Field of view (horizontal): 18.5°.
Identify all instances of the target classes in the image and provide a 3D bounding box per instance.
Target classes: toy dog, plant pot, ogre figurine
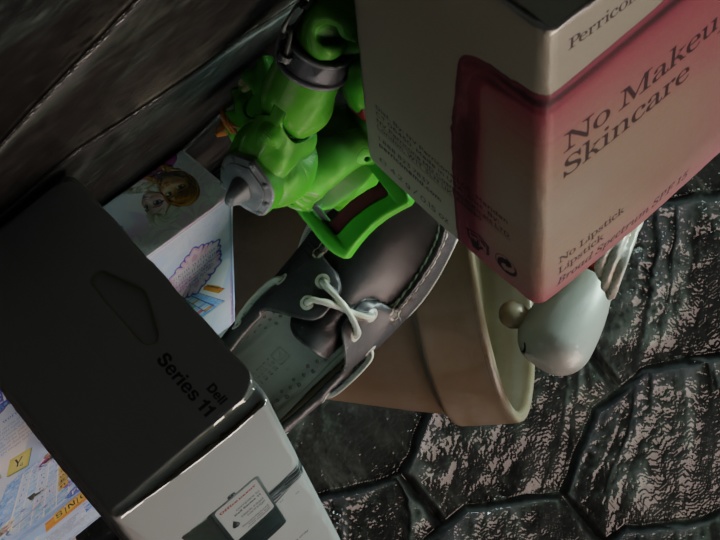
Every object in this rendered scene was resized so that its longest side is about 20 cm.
[{"bbox_3d":[0.116,-0.052,1.238,0.132,0.096,0.200,101,11,-55],"label":"toy dog"},{"bbox_3d":[0.000,0.000,1.291,0.173,0.200,0.200,-8,-176,12],"label":"plant pot"},{"bbox_3d":[-0.003,-0.077,1.013,0.120,0.098,0.200,-52,-174,14],"label":"ogre figurine"}]

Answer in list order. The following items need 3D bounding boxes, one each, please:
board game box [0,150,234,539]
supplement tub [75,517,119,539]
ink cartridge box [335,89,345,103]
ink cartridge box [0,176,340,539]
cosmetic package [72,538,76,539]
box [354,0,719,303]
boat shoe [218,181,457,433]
[{"bbox_3d":[-0.148,0.063,1.129,0.200,0.041,0.200,-38,154,-26],"label":"board game box"},{"bbox_3d":[-0.112,0.112,1.354,0.123,0.122,0.200,-42,-143,40],"label":"supplement tub"},{"bbox_3d":[0.079,-0.106,1.178,0.200,0.047,0.198,10,-143,46],"label":"ink cartridge box"},{"bbox_3d":[-0.096,0.069,0.992,0.083,0.147,0.200,-39,154,-10],"label":"ink cartridge box"},{"bbox_3d":[-0.213,0.144,1.425,0.113,0.081,0.200,3,-165,21],"label":"cosmetic package"},{"bbox_3d":[0.079,-0.102,0.874,0.128,0.109,0.200,-39,156,-17],"label":"box"},{"bbox_3d":[-0.025,0.026,1.110,0.200,0.074,0.060,-41,-166,20],"label":"boat shoe"}]
